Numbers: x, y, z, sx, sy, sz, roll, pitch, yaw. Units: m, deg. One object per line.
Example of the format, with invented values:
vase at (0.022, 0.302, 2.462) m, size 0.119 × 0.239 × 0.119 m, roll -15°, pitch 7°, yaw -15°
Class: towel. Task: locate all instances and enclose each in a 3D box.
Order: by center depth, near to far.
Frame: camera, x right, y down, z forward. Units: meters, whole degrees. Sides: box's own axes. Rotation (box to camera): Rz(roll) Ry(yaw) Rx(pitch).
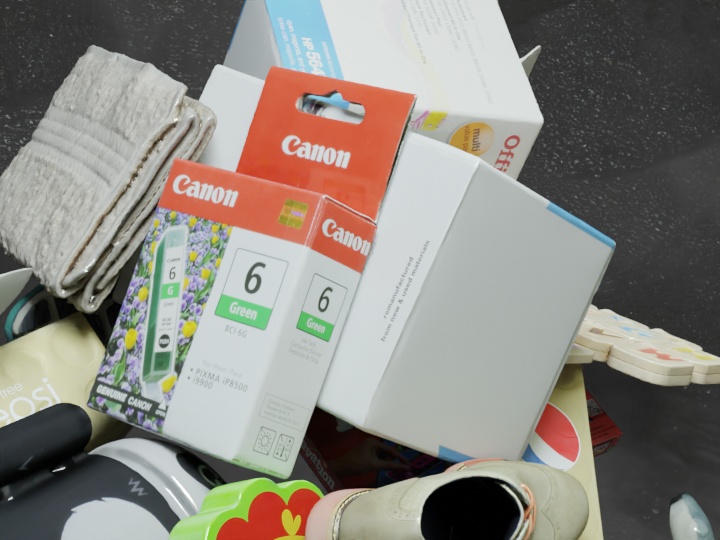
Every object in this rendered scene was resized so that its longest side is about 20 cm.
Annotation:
towel at (-0.153, -0.056, 1.049) m, size 0.034 × 0.133 × 0.200 m, roll 37°, pitch -5°, yaw -28°

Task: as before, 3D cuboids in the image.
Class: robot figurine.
robot figurine at (-0.139, 0.159, 0.890) m, size 0.125 × 0.151 × 0.199 m, roll 33°, pitch 40°, yaw 29°

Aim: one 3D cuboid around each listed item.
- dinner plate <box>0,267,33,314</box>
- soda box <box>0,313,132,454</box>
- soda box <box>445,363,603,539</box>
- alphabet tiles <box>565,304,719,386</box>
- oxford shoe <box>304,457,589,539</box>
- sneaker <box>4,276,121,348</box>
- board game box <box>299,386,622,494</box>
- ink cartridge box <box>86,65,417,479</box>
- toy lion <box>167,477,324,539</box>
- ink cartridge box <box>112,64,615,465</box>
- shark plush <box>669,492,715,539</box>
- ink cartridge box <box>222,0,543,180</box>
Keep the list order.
dinner plate at (-0.249, 0.048, 0.923) m, size 0.200 × 0.200 × 0.024 m, roll -26°, pitch 93°, yaw -41°
soda box at (-0.211, 0.096, 0.949) m, size 0.199 × 0.064 × 0.068 m, roll -26°, pitch 75°, yaw -40°
soda box at (0.091, 0.137, 1.048) m, size 0.067 × 0.064 × 0.201 m, roll 13°, pitch 49°, yaw -18°
alphabet tiles at (0.121, 0.029, 1.146) m, size 0.199 × 0.015 × 0.195 m, roll 22°, pitch 11°, yaw 34°
oxford shoe at (0.063, 0.128, 0.920) m, size 0.199 × 0.074 × 0.071 m, roll -6°, pitch 82°, yaw -50°
sneaker at (-0.138, 0.000, 1.112) m, size 0.079 × 0.078 × 0.200 m, roll 16°, pitch 37°, yaw 33°
board game box at (0.056, 0.093, 1.131) m, size 0.199 × 0.020 × 0.103 m, roll -16°, pitch 55°, yaw -36°
ink cartridge box at (-0.054, -0.009, 0.935) m, size 0.109 × 0.201 × 0.050 m, roll 15°, pitch -6°, yaw 40°
toy lion at (-0.051, 0.194, 0.854) m, size 0.199 × 0.068 × 0.193 m, roll -4°, pitch 81°, yaw -50°
ink cartridge box at (0.000, 0.000, 1.019) m, size 0.199 × 0.147 × 0.146 m, roll 24°, pitch -1°, yaw 40°
shark plush at (0.197, 0.193, 1.005) m, size 0.083 × 0.091 × 0.200 m, roll 39°, pitch -2°, yaw -15°
ink cartridge box at (0.018, -0.100, 1.228) m, size 0.199 × 0.129 × 0.126 m, roll 4°, pitch 46°, yaw -21°
